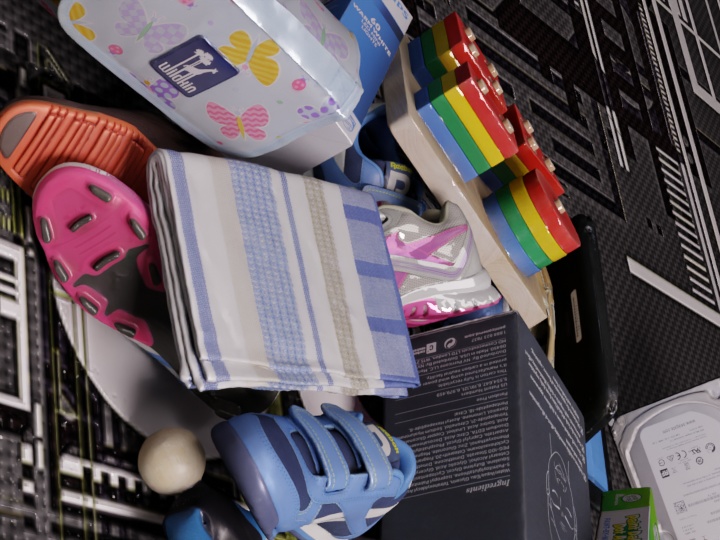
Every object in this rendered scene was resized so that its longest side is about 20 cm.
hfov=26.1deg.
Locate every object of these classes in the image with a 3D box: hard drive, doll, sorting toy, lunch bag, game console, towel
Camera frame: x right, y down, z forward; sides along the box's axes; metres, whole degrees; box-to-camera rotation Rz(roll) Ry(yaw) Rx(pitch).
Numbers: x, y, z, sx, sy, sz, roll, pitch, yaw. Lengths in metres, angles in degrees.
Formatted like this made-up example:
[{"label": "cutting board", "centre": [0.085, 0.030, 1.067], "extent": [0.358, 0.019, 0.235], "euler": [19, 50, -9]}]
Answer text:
[{"label": "hard drive", "centre": [0.322, 0.206, 1.415], "extent": [0.038, 0.139, 0.201], "euler": [-4, 72, -58]}, {"label": "doll", "centre": [-0.074, 0.182, 0.885], "extent": [0.201, 0.048, 0.136], "euler": [67, 15, 7]}, {"label": "sorting toy", "centre": [0.098, -0.090, 1.205], "extent": [0.199, 0.069, 0.200], "euler": [54, 15, -24]}, {"label": "lunch bag", "centre": [-0.106, -0.162, 0.948], "extent": [0.169, 0.200, 0.128], "euler": [41, 80, -37]}, {"label": "game console", "centre": [0.205, 0.084, 1.352], "extent": [0.116, 0.176, 0.201], "euler": [12, 52, -20]}, {"label": "towel", "centre": [-0.045, 0.007, 0.942], "extent": [0.199, 0.024, 0.148], "euler": [8, 64, -49]}]

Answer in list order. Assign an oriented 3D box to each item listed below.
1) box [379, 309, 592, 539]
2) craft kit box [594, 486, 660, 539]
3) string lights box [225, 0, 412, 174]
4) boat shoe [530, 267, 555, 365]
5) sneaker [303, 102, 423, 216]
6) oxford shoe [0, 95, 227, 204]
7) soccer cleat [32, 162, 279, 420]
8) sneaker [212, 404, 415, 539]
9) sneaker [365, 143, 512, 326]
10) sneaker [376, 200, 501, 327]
[{"label": "box", "centre": [0.091, 0.158, 1.087], "extent": [0.149, 0.106, 0.201], "euler": [54, 28, -43]}, {"label": "craft kit box", "centre": [0.203, 0.284, 1.115], "extent": [0.198, 0.048, 0.202], "euler": [-55, 135, -75]}, {"label": "string lights box", "centre": [-0.036, -0.142, 1.140], "extent": [0.059, 0.102, 0.200], "euler": [51, 33, -20]}, {"label": "boat shoe", "centre": [0.135, 0.035, 1.286], "extent": [0.071, 0.076, 0.201], "euler": [0, 59, -10]}, {"label": "sneaker", "centre": [0.003, -0.036, 1.146], "extent": [0.074, 0.082, 0.202], "euler": [21, 53, -52]}, {"label": "oxford shoe", "centre": [-0.151, -0.068, 0.958], "extent": [0.199, 0.071, 0.073], "euler": [23, 23, -48]}, {"label": "soccer cleat", "centre": [-0.123, 0.009, 0.941], "extent": [0.200, 0.070, 0.086], "euler": [49, 11, -21]}, {"label": "sneaker", "centre": [-0.025, 0.114, 0.923], "extent": [0.074, 0.082, 0.200], "euler": [62, 9, 19]}, {"label": "sneaker", "centre": [0.052, -0.018, 1.231], "extent": [0.077, 0.076, 0.201], "euler": [-11, 68, -53]}, {"label": "sneaker", "centre": [0.000, 0.000, 1.067], "extent": [0.199, 0.081, 0.089], "euler": [-10, 84, -34]}]
